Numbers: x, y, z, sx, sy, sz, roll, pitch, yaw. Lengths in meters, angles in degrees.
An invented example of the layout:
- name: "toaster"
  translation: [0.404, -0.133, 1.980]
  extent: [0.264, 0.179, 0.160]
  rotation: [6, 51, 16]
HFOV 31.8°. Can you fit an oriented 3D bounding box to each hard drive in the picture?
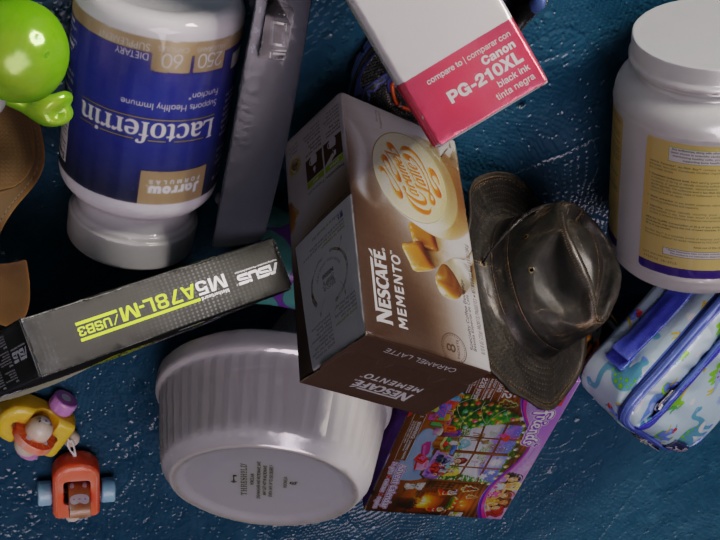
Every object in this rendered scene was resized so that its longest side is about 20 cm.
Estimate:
- name: "hard drive"
  translation: [-0.067, -0.126, 0.888]
  extent: [0.042, 0.135, 0.200]
  rotation: [11, 121, -6]

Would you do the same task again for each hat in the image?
- name: "hat"
  translation: [0.159, 0.008, 1.004]
  extent: [0.081, 0.201, 0.201]
  rotation: [-17, 134, 35]

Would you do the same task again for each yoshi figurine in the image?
- name: "yoshi figurine"
  translation: [-0.217, -0.144, 0.786]
  extent: [0.112, 0.200, 0.112]
  rotation: [27, 113, -18]

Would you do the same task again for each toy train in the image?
- name: "toy train"
  translation: [-0.306, 0.174, 1.083]
  extent: [0.200, 0.056, 0.150]
  rotation: [2, 123, -18]

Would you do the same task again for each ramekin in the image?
- name: "ramekin"
  translation: [-0.075, 0.139, 1.054]
  extent: [0.202, 0.094, 0.202]
  rotation: [2, 146, 2]

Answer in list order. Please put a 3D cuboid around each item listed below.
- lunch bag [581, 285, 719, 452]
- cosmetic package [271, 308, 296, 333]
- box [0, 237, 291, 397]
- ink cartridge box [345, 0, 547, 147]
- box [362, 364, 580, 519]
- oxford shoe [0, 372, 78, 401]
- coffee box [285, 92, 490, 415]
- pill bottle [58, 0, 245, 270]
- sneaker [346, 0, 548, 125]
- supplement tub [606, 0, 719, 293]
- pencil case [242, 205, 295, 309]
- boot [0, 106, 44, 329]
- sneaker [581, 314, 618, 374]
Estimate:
- name: "lunch bag"
  translation: [0.299, 0.064, 1.129]
  extent: [0.200, 0.082, 0.161]
  rotation: [-50, 140, 6]
- name: "cosmetic package"
  translation: [0.018, 0.085, 1.116]
  extent: [0.200, 0.051, 0.083]
  rotation: [26, 119, -29]
- name: "box"
  translation: [-0.177, 0.040, 0.916]
  extent: [0.193, 0.200, 0.048]
  rotation: [-22, 91, -33]
- name: "ink cartridge box"
  translation: [0.032, -0.188, 0.822]
  extent: [0.084, 0.145, 0.200]
  rotation: [-30, 96, 6]
- name: "box"
  translation: [0.091, 0.143, 1.114]
  extent: [0.137, 0.039, 0.200]
  rotation: [6, 132, -16]
- name: "oxford shoe"
  translation: [-0.303, 0.077, 1.015]
  extent: [0.200, 0.058, 0.075]
  rotation: [-15, 163, -11]
- name: "coffee box"
  translation: [0.015, -0.012, 0.904]
  extent: [0.114, 0.200, 0.080]
  rotation: [19, 141, -33]
- name: "pill bottle"
  translation: [-0.151, -0.107, 0.892]
  extent: [0.116, 0.116, 0.200]
  rotation: [2, 124, -17]
- name: "sneaker"
  translation: [0.062, -0.164, 0.936]
  extent: [0.075, 0.078, 0.200]
  rotation: [29, 112, -30]
- name: "supplement tub"
  translation: [0.271, -0.098, 1.002]
  extent: [0.145, 0.145, 0.200]
  rotation: [-11, 127, -8]
- name: "pencil case"
  translation: [0.000, 0.000, 1.019]
  extent: [0.200, 0.092, 0.085]
  rotation: [10, 90, -12]
- name: "boot"
  translation: [-0.305, -0.045, 0.914]
  extent: [0.155, 0.200, 0.077]
  rotation: [-6, 177, 33]
- name: "sneaker"
  translation: [0.166, 0.056, 1.124]
  extent: [0.200, 0.077, 0.078]
  rotation: [24, 113, -30]
